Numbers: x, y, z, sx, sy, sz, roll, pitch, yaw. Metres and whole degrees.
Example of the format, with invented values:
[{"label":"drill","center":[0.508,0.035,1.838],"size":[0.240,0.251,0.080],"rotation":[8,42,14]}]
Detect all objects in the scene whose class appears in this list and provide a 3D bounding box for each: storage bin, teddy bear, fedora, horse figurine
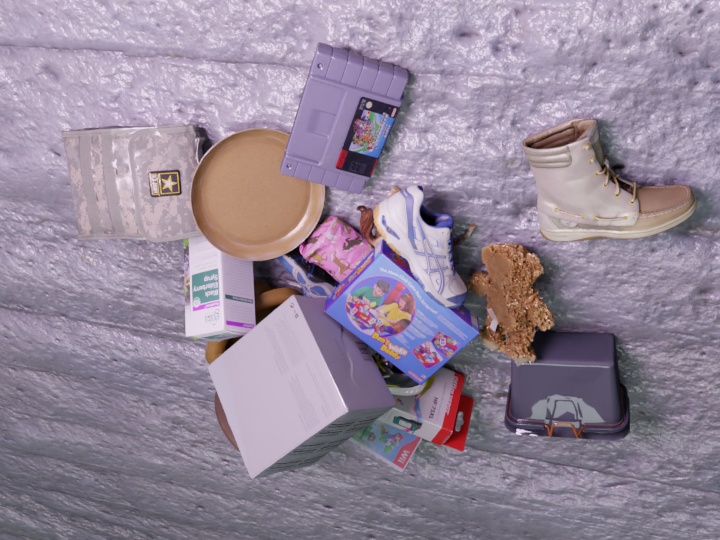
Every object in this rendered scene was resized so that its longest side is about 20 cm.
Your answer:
[{"label":"storage bin","center":[0.325,0.180,1.129],"size":[0.197,0.146,0.136],"rotation":[-1,121,21]},{"label":"teddy bear","center":[0.227,0.048,1.061],"size":[0.144,0.066,0.203],"rotation":[8,117,54]},{"label":"fedora","center":[-0.192,0.084,1.231],"size":[0.082,0.198,0.202],"rotation":[52,144,29]},{"label":"horse figurine","center":[0.078,-0.043,1.064],"size":[0.198,0.050,0.133],"rotation":[23,129,-5]}]

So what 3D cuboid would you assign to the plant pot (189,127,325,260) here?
[{"label":"plant pot","center":[-0.150,-0.112,1.035],"size":[0.197,0.028,0.203],"rotation":[-7,117,-14]}]

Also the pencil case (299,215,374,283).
[{"label":"pencil case","center":[0.000,0.000,1.110],"size":[0.199,0.087,0.083],"rotation":[40,165,-18]}]

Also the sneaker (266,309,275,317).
[{"label":"sneaker","center":[-0.071,0.113,1.207],"size":[0.198,0.073,0.072],"rotation":[19,124,-28]}]

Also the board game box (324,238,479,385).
[{"label":"board game box","center":[0.064,0.067,1.069],"size":[0.199,0.045,0.134],"rotation":[39,115,-16]}]

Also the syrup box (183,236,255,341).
[{"label":"syrup box","center":[-0.222,0.005,1.107],"size":[0.078,0.203,0.081],"rotation":[-12,164,29]}]

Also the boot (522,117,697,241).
[{"label":"boot","center":[0.314,-0.119,0.893],"size":[0.197,0.073,0.156],"rotation":[-6,127,25]}]

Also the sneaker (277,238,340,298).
[{"label":"sneaker","center":[-0.075,0.017,1.154],"size":[0.200,0.076,0.077],"rotation":[42,127,-18]}]

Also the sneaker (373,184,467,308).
[{"label":"sneaker","center":[0.106,-0.030,0.997],"size":[0.088,0.076,0.200],"rotation":[-33,116,18]}]

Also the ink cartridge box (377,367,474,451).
[{"label":"ink cartridge box","center":[0.111,0.226,1.249],"size":[0.197,0.117,0.068],"rotation":[21,143,-1]}]

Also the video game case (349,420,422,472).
[{"label":"video game case","center":[0.035,0.264,1.316],"size":[0.199,0.144,0.017],"rotation":[34,174,-14]}]

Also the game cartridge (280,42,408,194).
[{"label":"game cartridge","center":[-0.024,-0.195,0.948],"size":[0.128,0.039,0.201],"rotation":[16,134,-10]}]

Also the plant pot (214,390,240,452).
[{"label":"plant pot","center":[-0.146,0.233,1.326],"size":[0.200,0.201,0.175],"rotation":[39,114,-17]}]

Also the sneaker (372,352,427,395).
[{"label":"sneaker","center":[0.019,0.164,1.173],"size":[0.197,0.075,0.085],"rotation":[-5,141,-11]}]

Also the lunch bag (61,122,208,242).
[{"label":"lunch bag","center":[-0.321,-0.131,1.046],"size":[0.197,0.118,0.167],"rotation":[1,105,15]}]

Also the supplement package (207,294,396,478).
[{"label":"supplement package","center":[-0.091,0.176,1.077],"size":[0.199,0.193,0.146],"rotation":[-38,155,23]}]
